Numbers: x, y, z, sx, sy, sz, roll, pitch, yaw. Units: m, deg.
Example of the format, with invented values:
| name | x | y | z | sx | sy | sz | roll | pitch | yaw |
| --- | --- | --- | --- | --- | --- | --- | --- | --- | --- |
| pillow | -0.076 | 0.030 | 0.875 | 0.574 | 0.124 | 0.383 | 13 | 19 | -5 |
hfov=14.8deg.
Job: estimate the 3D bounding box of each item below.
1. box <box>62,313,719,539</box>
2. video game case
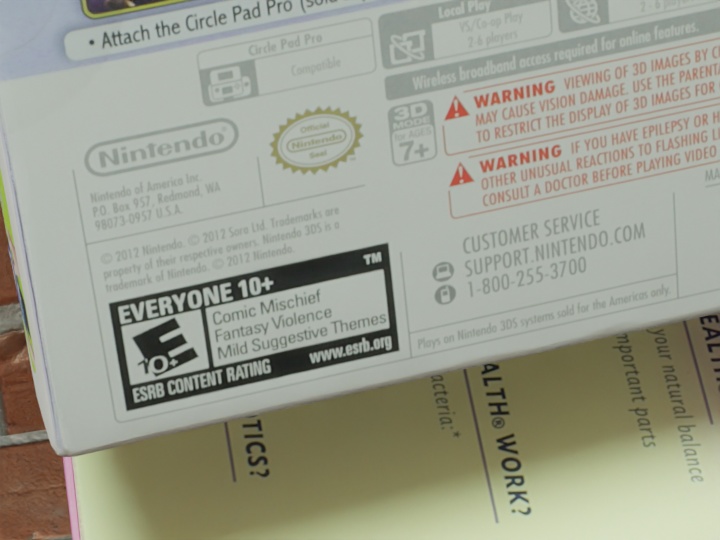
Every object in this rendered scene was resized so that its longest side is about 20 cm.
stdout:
| name | x | y | z | sx | sy | sz | roll | pitch | yaw |
| --- | --- | --- | --- | --- | --- | --- | --- | --- | --- |
| box | 0.033 | 0.010 | 0.602 | 0.097 | 0.198 | 0.177 | 86 | 173 | -56 |
| video game case | 0.029 | -0.074 | 0.465 | 0.046 | 0.198 | 0.182 | -117 | 18 | -57 |
